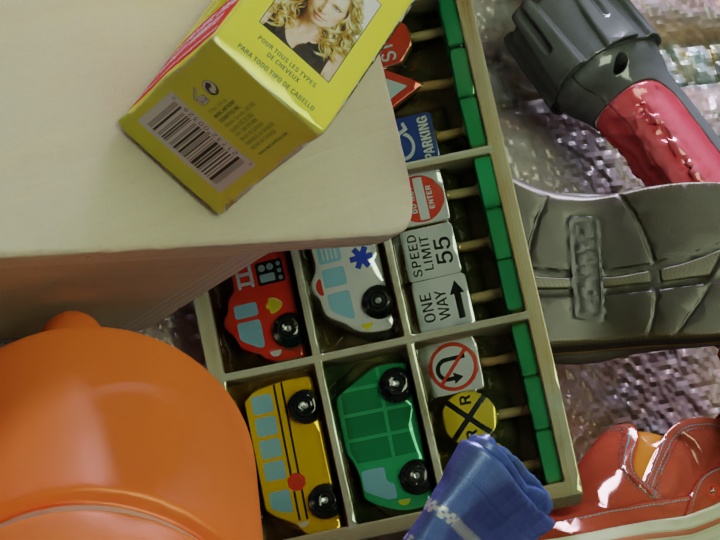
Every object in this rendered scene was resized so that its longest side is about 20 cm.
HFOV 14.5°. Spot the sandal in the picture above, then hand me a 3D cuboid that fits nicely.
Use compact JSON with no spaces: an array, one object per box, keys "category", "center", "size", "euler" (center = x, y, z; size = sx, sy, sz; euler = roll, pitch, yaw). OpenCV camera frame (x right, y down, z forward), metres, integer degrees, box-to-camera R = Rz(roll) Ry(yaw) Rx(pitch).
[{"category":"sandal","center":[0.069,-0.001,1.080],"size":[0.198,0.055,0.082],"euler":[-1,75,0]}]

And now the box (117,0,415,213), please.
[{"category":"box","center":[-0.002,-0.113,0.958],"size":[0.050,0.075,0.200],"euler":[40,56,-11]}]

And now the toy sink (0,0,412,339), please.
[{"category":"toy sink","center":[-0.102,-0.051,0.982],"size":[0.199,0.112,0.131],"euler":[-5,75,-34]}]

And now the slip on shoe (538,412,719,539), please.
[{"category":"slip on shoe","center":[0.099,0.093,1.088],"size":[0.199,0.074,0.061],"euler":[-16,67,-40]}]

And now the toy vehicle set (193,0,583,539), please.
[{"category":"toy vehicle set","center":[0.000,0.000,1.040],"size":[0.123,0.027,0.201],"euler":[-12,75,0]}]

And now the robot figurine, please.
[{"category":"robot figurine","center":[-0.085,0.097,0.904],"size":[0.200,0.116,0.144],"euler":[-98,170,-58]}]

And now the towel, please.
[{"category":"towel","center":[0.001,0.148,0.913],"size":[0.024,0.145,0.201],"euler":[29,84,13]}]

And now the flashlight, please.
[{"category":"flashlight","center":[0.129,-0.030,1.127],"size":[0.068,0.068,0.200],"euler":[-30,71,-17]}]
